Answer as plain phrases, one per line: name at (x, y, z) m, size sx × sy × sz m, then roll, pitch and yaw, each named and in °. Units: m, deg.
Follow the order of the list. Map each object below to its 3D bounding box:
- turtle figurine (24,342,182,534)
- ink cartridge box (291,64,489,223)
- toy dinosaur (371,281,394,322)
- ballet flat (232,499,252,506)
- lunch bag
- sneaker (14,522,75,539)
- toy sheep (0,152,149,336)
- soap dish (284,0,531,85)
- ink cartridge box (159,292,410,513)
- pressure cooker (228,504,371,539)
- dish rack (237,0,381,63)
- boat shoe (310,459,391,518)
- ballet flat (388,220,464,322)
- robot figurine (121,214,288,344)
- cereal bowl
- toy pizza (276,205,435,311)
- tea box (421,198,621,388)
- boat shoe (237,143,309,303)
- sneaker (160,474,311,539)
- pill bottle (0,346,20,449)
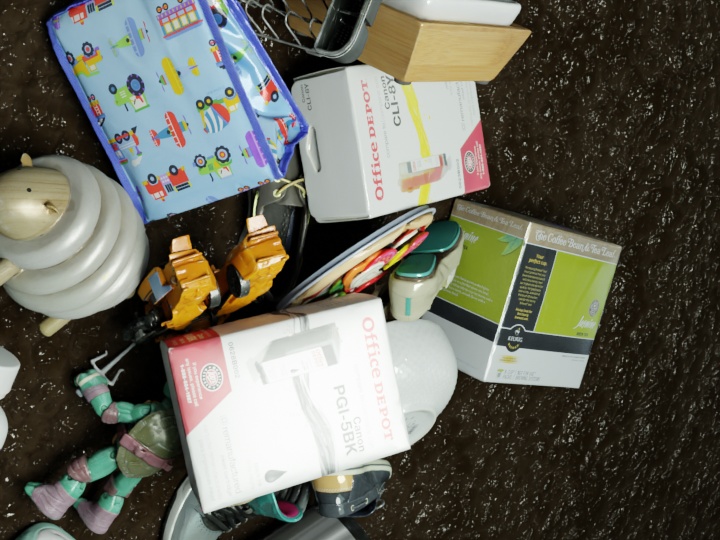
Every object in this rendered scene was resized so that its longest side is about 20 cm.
turtle figurine at (-0.214, 0.153, 0.801) m, size 0.200 × 0.101 × 0.150 m, roll -49°, pitch 123°, yaw -5°
ink cartridge box at (0.037, -0.137, 0.866) m, size 0.199 × 0.083 × 0.147 m, roll -18°, pitch 102°, yaw -44°
toy dinosaur at (0.005, 0.077, 0.958) m, size 0.200 × 0.058 × 0.101 m, roll -49°, pitch 161°, yaw -18°
ballet flat at (-0.125, 0.149, 0.869) m, size 0.068 × 0.075 × 0.202 m, roll 36°, pitch 44°, yaw -30°
lunch bag at (-0.159, -0.160, 0.695) m, size 0.201 × 0.149 × 0.095 m, roll 62°, pitch 27°, yaw -28°
sneaker at (-0.250, 0.339, 0.803) m, size 0.078 × 0.139 × 0.201 m, roll -47°, pitch 128°, yaw -16°
toy sheep at (-0.243, -0.021, 0.696) m, size 0.139 × 0.137 × 0.200 m, roll -53°, pitch 159°, yaw -11°
soap dish at (0.036, -0.240, 0.791) m, size 0.156 × 0.199 × 0.082 m, roll -13°, pitch 126°, yaw -43°
ink cartridge box at (-0.067, 0.113, 0.763) m, size 0.197 × 0.083 × 0.149 m, roll -14°, pitch 94°, yaw -18°
pressure cooker at (-0.075, 0.384, 0.940) m, size 0.198 × 0.175 × 0.181 m, roll -26°, pitch 128°, yaw -29°
dish rack at (-0.062, -0.267, 0.710) m, size 0.155 × 0.198 × 0.054 m, roll -68°, pitch 160°, yaw -1°
boat shoe at (-0.010, 0.241, 0.935) m, size 0.200 × 0.073 × 0.063 m, roll 41°, pitch 46°, yaw -73°
ballet flat at (0.076, 0.002, 0.955) m, size 0.200 × 0.068 × 0.070 m, roll -45°, pitch 137°, yaw -61°
robot figurine at (-0.143, 0.016, 0.765) m, size 0.143 × 0.200 × 0.059 m, roll -18°, pitch 81°, yaw -29°
cereal bowl at (0.026, 0.148, 0.940) m, size 0.198 × 0.084 × 0.201 m, roll -20°, pitch 145°, yaw -14°
toy pizza at (0.000, 0.000, 0.869) m, size 0.199 × 0.200 × 0.032 m, roll -32°, pitch 85°, yaw -27°
tea box at (0.202, 0.031, 1.068) m, size 0.198 × 0.133 × 0.199 m, roll 10°, pitch 100°, yaw -41°
boat shoe at (-0.080, -0.069, 0.850) m, size 0.071 × 0.060 × 0.204 m, roll -2°, pitch 106°, yaw -38°
sneaker at (-0.120, 0.244, 0.889) m, size 0.201 × 0.120 × 0.084 m, roll -55°, pitch 130°, yaw -10°
pill bottle at (-0.355, 0.151, 0.672) m, size 0.112 × 0.112 × 0.202 m, roll 26°, pitch 88°, yaw -41°
